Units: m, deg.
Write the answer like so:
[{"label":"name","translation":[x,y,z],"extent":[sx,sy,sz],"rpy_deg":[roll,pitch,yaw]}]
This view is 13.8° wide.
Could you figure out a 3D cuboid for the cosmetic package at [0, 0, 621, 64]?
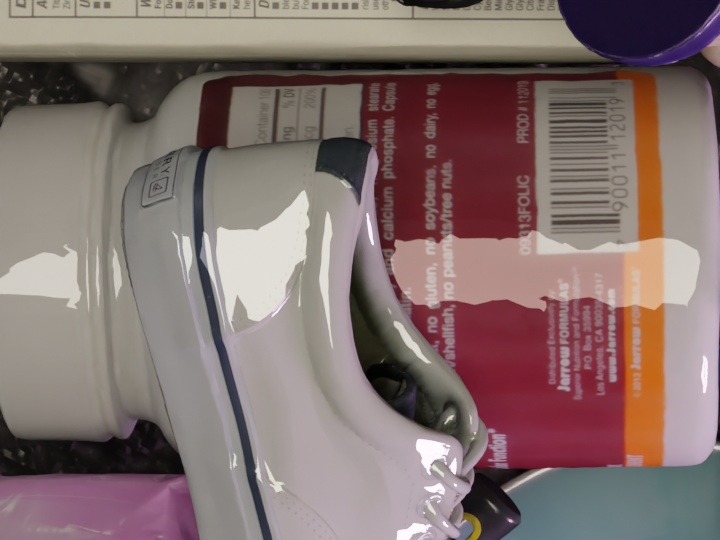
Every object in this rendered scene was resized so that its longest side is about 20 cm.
[{"label":"cosmetic package","translation":[-0.008,-0.110,0.862],"extent":[0.199,0.073,0.104],"rpy_deg":[2,92,5]}]

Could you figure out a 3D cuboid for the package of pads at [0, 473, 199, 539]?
[{"label":"package of pads","translation":[-0.127,0.120,0.830],"extent":[0.199,0.076,0.121],"rpy_deg":[-2,71,21]}]

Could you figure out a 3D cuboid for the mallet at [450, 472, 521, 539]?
[{"label":"mallet","translation":[-0.038,0.126,0.854],"extent":[0.066,0.041,0.200],"rpy_deg":[39,99,7]}]

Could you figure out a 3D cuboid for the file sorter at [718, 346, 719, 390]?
[{"label":"file sorter","translation":[0.212,0.084,0.814],"extent":[0.199,0.123,0.139],"rpy_deg":[-4,91,-6]}]

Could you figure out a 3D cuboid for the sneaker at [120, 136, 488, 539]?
[{"label":"sneaker","translation":[-0.002,0.059,0.772],"extent":[0.071,0.073,0.201],"rpy_deg":[-10,115,17]}]

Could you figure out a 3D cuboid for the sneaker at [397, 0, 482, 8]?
[{"label":"sneaker","translation":[0.000,-0.130,0.787],"extent":[0.199,0.073,0.112],"rpy_deg":[17,107,10]}]

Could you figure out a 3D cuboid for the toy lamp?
[{"label":"toy lamp","translation":[0.125,-0.048,0.802],"extent":[0.058,0.200,0.058],"rpy_deg":[-11,69,30]}]

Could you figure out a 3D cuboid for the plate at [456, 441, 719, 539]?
[{"label":"plate","translation":[0.094,0.149,0.893],"extent":[0.199,0.026,0.201],"rpy_deg":[0,92,5]}]

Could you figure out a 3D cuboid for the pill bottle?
[{"label":"pill bottle","translation":[0.000,0.000,0.847],"extent":[0.199,0.114,0.115],"rpy_deg":[0,93,4]}]
